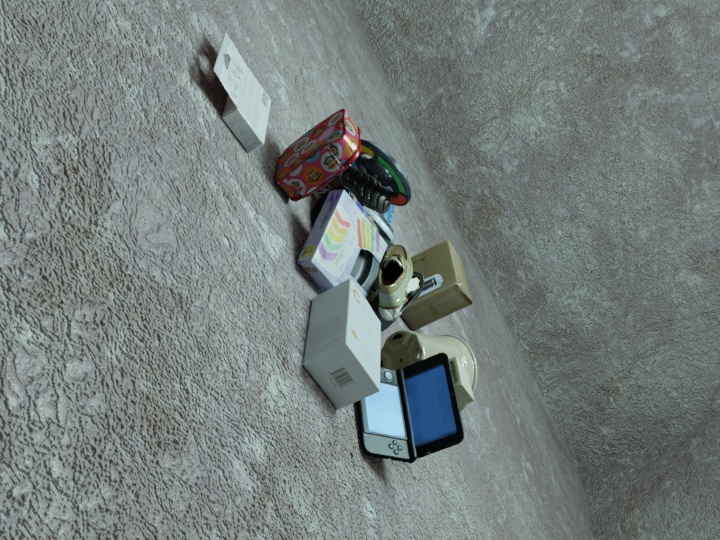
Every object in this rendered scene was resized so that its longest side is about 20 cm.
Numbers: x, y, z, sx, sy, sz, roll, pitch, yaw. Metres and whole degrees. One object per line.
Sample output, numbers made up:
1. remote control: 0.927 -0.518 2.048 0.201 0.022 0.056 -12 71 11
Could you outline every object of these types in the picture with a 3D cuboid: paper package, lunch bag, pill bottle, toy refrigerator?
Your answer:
1. paper package: 0.197 0.040 1.974 0.104 0.196 0.194 49 23 -37
2. lunch bag: -0.092 -0.256 1.513 0.082 0.197 0.179 47 24 -30
3. pill bottle: -0.020 -0.089 1.646 0.201 0.110 0.114 51 22 -38
4. toy refrigerator: 0.130 0.262 1.470 0.070 0.196 0.077 49 23 -36

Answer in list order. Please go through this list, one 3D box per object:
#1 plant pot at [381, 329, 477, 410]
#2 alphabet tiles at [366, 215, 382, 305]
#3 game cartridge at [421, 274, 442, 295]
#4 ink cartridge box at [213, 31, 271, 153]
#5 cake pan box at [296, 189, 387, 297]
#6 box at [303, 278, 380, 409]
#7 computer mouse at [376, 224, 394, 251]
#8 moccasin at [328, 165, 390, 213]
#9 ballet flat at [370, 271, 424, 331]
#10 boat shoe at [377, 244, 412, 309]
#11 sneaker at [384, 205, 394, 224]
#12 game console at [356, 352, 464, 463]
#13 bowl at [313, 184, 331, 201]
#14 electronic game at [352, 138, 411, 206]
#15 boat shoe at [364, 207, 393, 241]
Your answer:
1. plant pot: 0.140 0.225 1.608 0.182 0.198 0.205 26 40 -47
2. alphabet tiles: 0.000 0.000 1.578 0.166 0.007 0.206 -32 114 -47
3. game cartridge: 0.114 0.060 1.781 0.198 0.130 0.043 -20 92 -57
4. ink cartridge box: -0.252 -0.365 1.437 0.178 0.044 0.203 55 19 -33
5. cake pan box: -0.033 -0.035 1.495 0.201 0.051 0.187 50 55 -39
6. box: -0.030 0.136 1.332 0.126 0.096 0.202 55 20 -27
7. computer mouse: 0.082 -0.034 1.853 0.201 0.052 0.141 51 22 -37
8. moccasin: -0.018 -0.196 1.659 0.197 0.075 0.078 25 -15 -7
9. ballet flat: 0.081 0.066 1.600 0.199 0.072 0.074 -39 105 -34
10. boat shoe: 0.077 -0.001 1.579 0.203 0.072 0.068 -80 164 -51
11. sneaker: 0.065 -0.136 1.960 0.204 0.103 0.076 62 -2 -7
12. game console: 0.089 0.255 1.378 0.172 0.117 0.204 16 44 -25
13. bowl: -0.063 -0.241 1.755 0.202 0.092 0.203 54 20 -30
14. electronic game: 0.043 -0.231 1.671 0.199 0.042 0.201 40 -17 14
15. boat shoe: 0.040 -0.177 1.894 0.201 0.091 0.071 49 -18 -6
